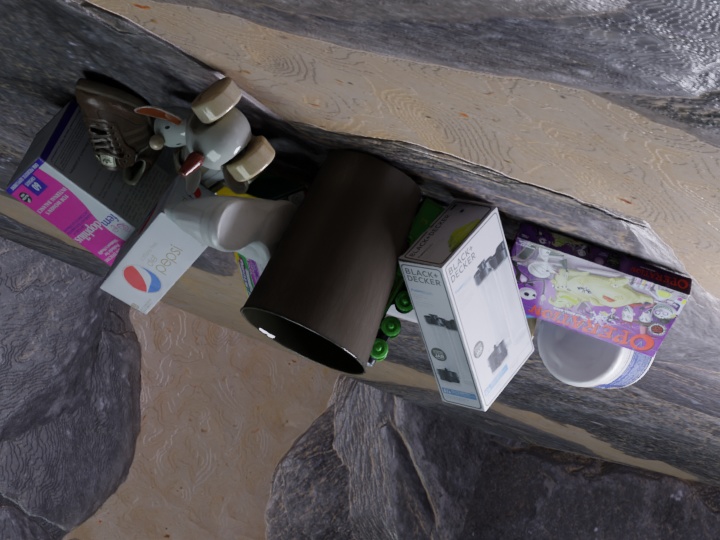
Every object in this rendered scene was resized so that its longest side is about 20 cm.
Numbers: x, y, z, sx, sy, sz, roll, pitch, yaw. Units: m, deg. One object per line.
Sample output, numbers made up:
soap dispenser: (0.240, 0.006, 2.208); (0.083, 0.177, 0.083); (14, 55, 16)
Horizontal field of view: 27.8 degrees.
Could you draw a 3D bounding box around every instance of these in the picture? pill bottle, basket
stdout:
pill bottle: (0.298, 0.088, 1.780); (0.110, 0.112, 0.200); (14, -179, 27)
basket: (-0.022, -0.015, 1.541); (0.135, 0.202, 0.180); (16, 166, 27)

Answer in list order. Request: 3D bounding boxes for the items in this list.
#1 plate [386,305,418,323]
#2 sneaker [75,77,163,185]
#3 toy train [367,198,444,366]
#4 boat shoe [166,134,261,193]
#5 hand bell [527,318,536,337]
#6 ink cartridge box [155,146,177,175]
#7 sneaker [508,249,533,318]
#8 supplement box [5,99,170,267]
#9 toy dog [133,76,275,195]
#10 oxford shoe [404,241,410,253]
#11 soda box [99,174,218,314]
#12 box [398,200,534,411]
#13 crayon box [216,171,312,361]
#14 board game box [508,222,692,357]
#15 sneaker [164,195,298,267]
plate: (0.067, 0.016, 1.783); (0.198, 0.033, 0.200); (17, -155, 14)
sneaker: (-0.274, -0.153, 1.652); (0.070, 0.076, 0.200); (16, 171, 17)
toy train: (0.045, 0.011, 1.618); (0.056, 0.201, 0.042); (30, 172, 3)
boat shoe: (-0.173, -0.127, 1.642); (0.068, 0.075, 0.199); (43, 151, -20)
hand bell: (0.115, 0.047, 1.847); (0.198, 0.105, 0.104); (10, 173, -14)
ink cartridge box: (-0.173, -0.097, 1.870); (0.198, 0.048, 0.160); (20, 171, 7)
sneaker: (0.158, 0.002, 1.695); (0.197, 0.071, 0.083); (7, 140, 1)
supplement box: (-0.312, -0.094, 1.772); (0.199, 0.104, 0.101); (36, 140, -20)
toy dog: (-0.169, -0.124, 1.459); (0.132, 0.096, 0.200); (51, 159, -2)
oxford shoe: (0.018, -0.053, 1.758); (0.198, 0.071, 0.074); (21, -164, -15)
soda box: (-0.228, -0.027, 1.675); (0.068, 0.064, 0.200); (32, 143, -13)
box: (0.119, 0.039, 1.591); (0.060, 0.117, 0.201); (11, 131, 38)
crayon box: (-0.095, -0.012, 1.723); (0.058, 0.202, 0.172); (-22, -160, -20)
board game box: (0.255, 0.023, 1.620); (0.198, 0.033, 0.120); (18, 144, 2)
sneaker: (-0.132, -0.050, 1.546); (0.088, 0.076, 0.200); (14, 178, 27)
